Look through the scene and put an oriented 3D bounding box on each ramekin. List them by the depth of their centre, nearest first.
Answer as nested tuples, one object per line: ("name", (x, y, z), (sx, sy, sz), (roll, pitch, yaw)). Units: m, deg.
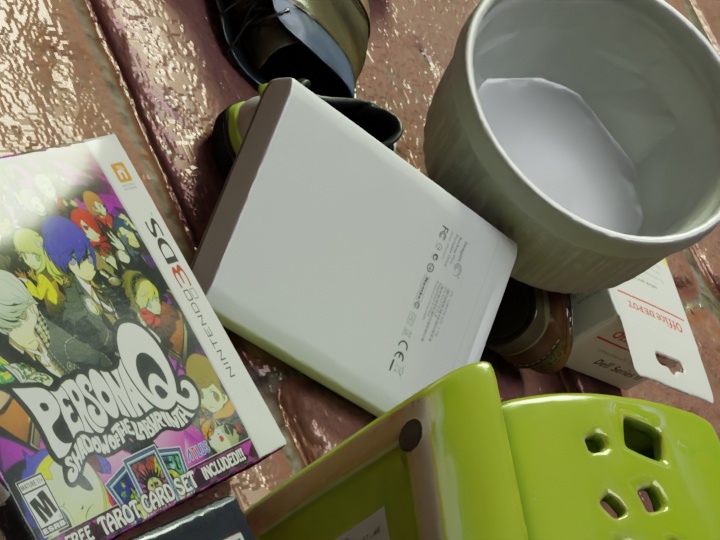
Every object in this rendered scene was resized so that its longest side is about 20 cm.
("ramekin", (0.134, -0.081, 1.165), (0.199, 0.105, 0.201), (11, 59, -19))

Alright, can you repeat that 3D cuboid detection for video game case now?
("video game case", (-0.135, 0.033, 0.842), (0.182, 0.036, 0.200), (60, 29, 5))

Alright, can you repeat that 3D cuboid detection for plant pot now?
("plant pot", (0.054, 0.167, 0.856), (0.181, 0.200, 0.200), (23, 44, -36))

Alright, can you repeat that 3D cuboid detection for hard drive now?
("hard drive", (0.000, 0.000, 1.029), (0.200, 0.027, 0.132), (34, 71, -39))

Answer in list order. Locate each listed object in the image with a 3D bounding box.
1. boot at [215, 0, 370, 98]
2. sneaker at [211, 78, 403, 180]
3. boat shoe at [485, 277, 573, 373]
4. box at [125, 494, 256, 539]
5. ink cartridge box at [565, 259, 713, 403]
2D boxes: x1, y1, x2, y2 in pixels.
("boot", (-0.059, -0.176, 1.116), (0.200, 0.075, 0.097), (39, 31, -35))
("sneaker", (0.001, -0.054, 1.086), (0.200, 0.083, 0.072), (25, 44, -46))
("boat shoe", (0.103, -0.023, 1.240), (0.068, 0.072, 0.201), (33, 47, -45))
("box", (-0.092, 0.210, 0.653), (0.200, 0.123, 0.199), (-14, 76, -62))
("ink cartridge box", (0.167, 0.009, 1.301), (0.117, 0.067, 0.201), (22, 44, -48))
